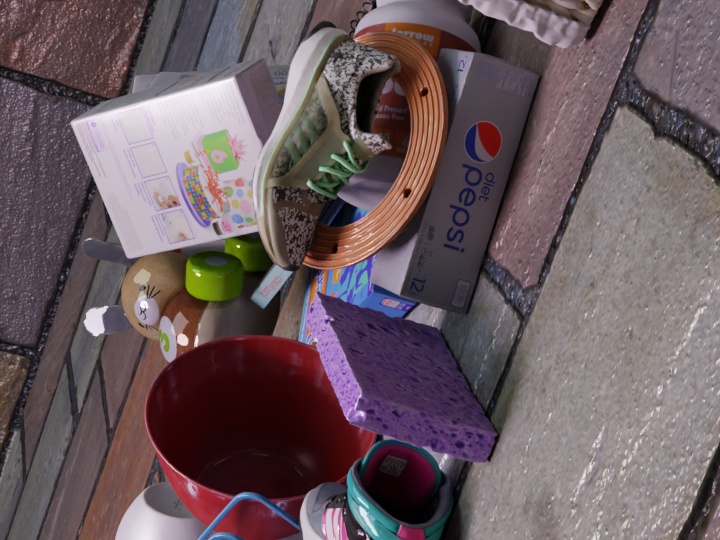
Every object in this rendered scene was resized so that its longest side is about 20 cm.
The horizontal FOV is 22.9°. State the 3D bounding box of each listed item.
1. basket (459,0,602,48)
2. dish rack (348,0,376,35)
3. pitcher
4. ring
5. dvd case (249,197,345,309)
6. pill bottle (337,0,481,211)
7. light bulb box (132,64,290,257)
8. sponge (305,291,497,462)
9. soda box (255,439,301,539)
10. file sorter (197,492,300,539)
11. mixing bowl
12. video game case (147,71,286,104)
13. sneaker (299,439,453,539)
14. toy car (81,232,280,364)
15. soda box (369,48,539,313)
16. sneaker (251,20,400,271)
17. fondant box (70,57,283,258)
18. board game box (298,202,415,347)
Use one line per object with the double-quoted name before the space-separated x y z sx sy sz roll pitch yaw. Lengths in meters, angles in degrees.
"basket" 0.108 -0.305 1.312 0.161 0.200 0.198 -54 25 36
"dish rack" 0.010 -0.215 1.741 0.200 0.054 0.154 -50 18 55
"pitcher" -0.199 0.318 1.883 0.172 0.121 0.200 -75 -5 -69
"ring" -0.002 -0.096 1.433 0.200 0.019 0.201 -21 60 41
"dvd case" -0.029 -0.067 1.697 0.200 0.022 0.146 -56 4 -36
"pill bottle" 0.042 -0.155 1.518 0.112 0.112 0.200 146 137 -65
"light bulb box" -0.143 -0.110 1.867 0.200 0.198 0.125 -93 -1 -54
"sponge" 0.027 0.078 1.350 0.200 0.111 0.030 -118 49 -67
"soda box" -0.076 0.192 1.665 0.200 0.064 0.068 -89 21 -43
"file sorter" -0.107 0.298 1.405 0.139 0.123 0.200 -51 5 42
"mixing bowl" -0.090 0.162 1.553 0.200 0.200 0.109 -95 10 -50
"video game case" -0.134 -0.150 1.782 0.182 0.200 0.023 -68 -22 -56
"sneaker" 0.010 0.178 1.354 0.200 0.083 0.121 -133 55 -62
"toy car" -0.193 0.035 1.765 0.158 0.200 0.165 -40 -40 -58
"soda box" 0.074 -0.072 1.415 0.068 0.063 0.200 24 98 67
"sneaker" -0.023 -0.094 1.396 0.088 0.077 0.200 15 90 31
"fondant box" -0.155 -0.101 1.650 0.200 0.145 0.058 -10 19 34
"board game box" 0.000 0.000 1.626 0.200 0.045 0.152 130 152 -56
